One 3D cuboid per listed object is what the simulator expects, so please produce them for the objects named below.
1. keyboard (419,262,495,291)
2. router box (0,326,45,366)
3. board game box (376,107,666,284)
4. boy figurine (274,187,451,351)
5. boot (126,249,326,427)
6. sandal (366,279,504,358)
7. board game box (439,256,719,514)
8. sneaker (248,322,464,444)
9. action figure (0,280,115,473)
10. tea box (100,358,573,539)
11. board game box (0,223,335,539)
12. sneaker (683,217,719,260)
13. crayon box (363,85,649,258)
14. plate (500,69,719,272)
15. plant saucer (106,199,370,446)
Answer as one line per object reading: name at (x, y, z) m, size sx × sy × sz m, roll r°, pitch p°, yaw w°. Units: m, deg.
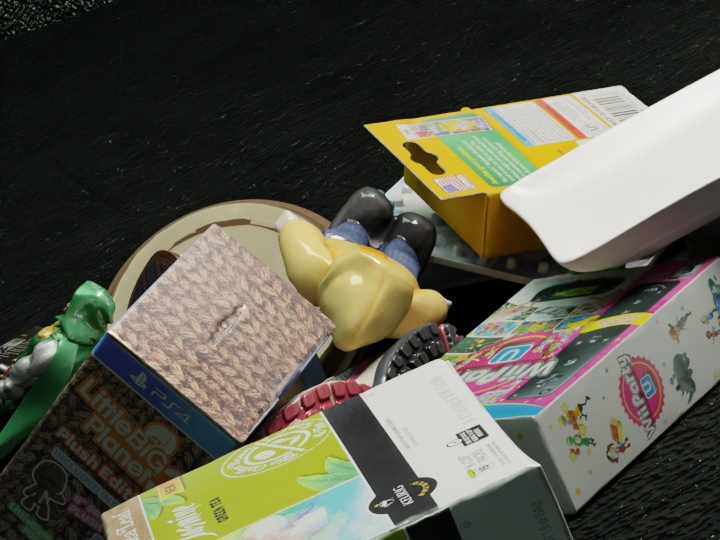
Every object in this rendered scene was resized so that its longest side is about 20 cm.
keyboard at (0.013, 0.014, 1.861) m, size 0.198 × 0.011 × 0.056 m, roll -11°, pitch 17°, yaw -2°
router box at (-0.260, 0.104, 2.018) m, size 0.157 × 0.053 × 0.200 m, roll -30°, pitch 16°, yaw -25°
board game box at (0.119, -0.050, 1.867) m, size 0.199 × 0.026 × 0.200 m, roll 13°, pitch 29°, yaw 21°
boy figurine at (0.000, 0.000, 1.704) m, size 0.065 × 0.124 × 0.200 m, roll -59°, pitch 1°, yaw 12°
boot at (-0.087, 0.055, 1.756) m, size 0.075 × 0.097 × 0.200 m, roll -59°, pitch 28°, yaw 13°
sandal at (0.003, 0.046, 1.858) m, size 0.199 × 0.048 × 0.075 m, roll -11°, pitch 13°, yaw -3°
board game box at (0.112, 0.068, 1.562) m, size 0.147 × 0.065 × 0.200 m, roll -9°, pitch 21°, yaw 44°
sneaker at (-0.006, 0.102, 1.613) m, size 0.074 × 0.081 × 0.200 m, roll -29°, pitch -1°, yaw 43°
action figure at (-0.208, 0.082, 1.585) m, size 0.200 × 0.055 × 0.118 m, roll -47°, pitch -2°, yaw 19°
tea box at (-0.003, 0.159, 1.274) m, size 0.196 × 0.134 × 0.200 m, roll -25°, pitch 15°, yaw -5°
board game box at (-0.128, 0.099, 1.579) m, size 0.200 × 0.097 × 0.160 m, roll -51°, pitch -1°, yaw 30°
sneaker at (0.238, -0.040, 1.709) m, size 0.073 × 0.081 × 0.200 m, roll -18°, pitch 16°, yaw 12°
crayon box at (0.115, -0.066, 1.813) m, size 0.199 × 0.052 × 0.126 m, roll -9°, pitch 29°, yaw -22°
plate at (0.193, -0.062, 1.643) m, size 0.199 × 0.032 × 0.200 m, roll -29°, pitch 16°, yaw -1°
plant saucer at (-0.088, 0.033, 1.819) m, size 0.199 × 0.030 × 0.201 m, roll -8°, pitch 56°, yaw 12°
